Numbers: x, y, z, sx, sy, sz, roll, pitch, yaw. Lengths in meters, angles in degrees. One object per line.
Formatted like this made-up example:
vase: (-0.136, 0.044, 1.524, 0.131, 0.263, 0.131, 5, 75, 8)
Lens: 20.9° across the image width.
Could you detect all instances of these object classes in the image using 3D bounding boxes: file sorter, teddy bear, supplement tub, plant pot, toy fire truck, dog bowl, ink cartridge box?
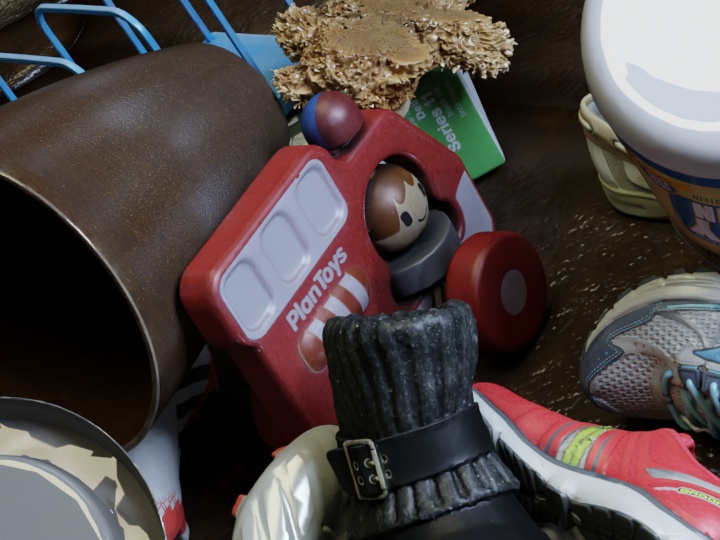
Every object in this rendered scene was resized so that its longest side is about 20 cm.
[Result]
file sorter: (-0.141, -0.116, 1.208, 0.200, 0.123, 0.138, -48, 33, -22)
teddy bear: (0.015, -0.135, 1.146, 0.143, 0.067, 0.201, 1, 31, -7)
supplement tub: (0.194, -0.077, 0.904, 0.143, 0.200, 0.146, -10, 65, 21)
plant pot: (-0.129, -0.034, 1.052, 0.186, 0.188, 0.200, -3, 33, 39)
toy fire truck: (0.000, 0.000, 1.033, 0.111, 0.169, 0.201, 1, 43, 41)
dog bowl: (-0.182, 0.167, 0.976, 0.198, 0.059, 0.202, -4, 70, 12)
ink cartridge box: (-0.023, -0.084, 1.254, 0.199, 0.083, 0.147, -29, 31, 7)

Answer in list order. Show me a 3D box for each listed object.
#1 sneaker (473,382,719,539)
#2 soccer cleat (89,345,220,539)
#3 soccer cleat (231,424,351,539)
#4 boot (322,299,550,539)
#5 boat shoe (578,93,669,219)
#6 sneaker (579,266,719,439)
sneaker: (0.115, 0.101, 0.905, 0.084, 0.078, 0.200, -24, 31, -26)
soccer cleat: (-0.130, 0.093, 1.095, 0.068, 0.086, 0.201, -16, 34, 23)
soccer cleat: (-0.040, 0.167, 0.916, 0.077, 0.069, 0.201, 8, 64, 51)
boot: (0.049, 0.093, 0.842, 0.079, 0.160, 0.210, 0, 1, -35)
boat shoe: (0.205, -0.066, 1.050, 0.200, 0.063, 0.073, 9, 49, 47)
sneaker: (0.184, 0.051, 0.895, 0.199, 0.078, 0.087, -9, 44, 36)
